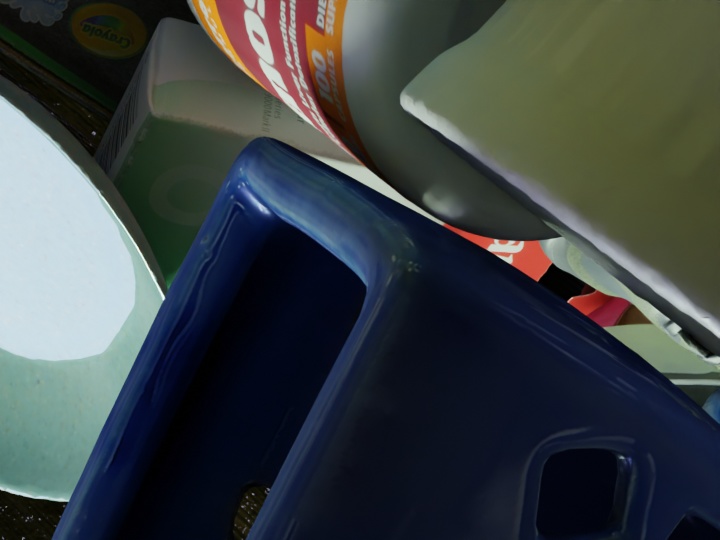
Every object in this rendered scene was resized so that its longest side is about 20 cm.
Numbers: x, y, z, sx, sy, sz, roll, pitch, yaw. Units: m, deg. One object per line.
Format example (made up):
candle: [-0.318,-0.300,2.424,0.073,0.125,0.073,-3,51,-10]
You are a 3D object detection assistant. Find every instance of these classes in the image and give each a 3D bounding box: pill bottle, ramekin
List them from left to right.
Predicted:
pill bottle: [0.013,-0.091,0.684,0.113,0.113,0.200,36,-177,-31]
ramekin: [0.116,-0.013,0.507,0.200,0.098,0.200,38,-177,-2]

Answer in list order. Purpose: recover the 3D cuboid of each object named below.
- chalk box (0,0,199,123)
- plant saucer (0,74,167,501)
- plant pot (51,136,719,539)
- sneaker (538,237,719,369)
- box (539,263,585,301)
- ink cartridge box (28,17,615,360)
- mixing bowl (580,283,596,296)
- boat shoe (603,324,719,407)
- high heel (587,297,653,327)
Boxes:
chalk box: [-0.114,-0.140,0.810,0.124,0.200,0.124,36,-177,-41]
plant saucer: [-0.132,-0.011,0.785,0.201,0.039,0.201,22,138,21]
plant pot: [0.024,0.099,0.565,0.180,0.200,0.200,24,-175,-14]
sneaker: [0.137,0.025,0.695,0.200,0.074,0.081,27,-132,-18]
box: [0.061,-0.039,1.014,0.200,0.047,0.193,34,-131,-60]
ink cartridge box: [0.000,0.000,0.826,0.200,0.161,0.050,16,-127,-14]
mixing bowl: [0.157,0.032,0.916,0.200,0.200,0.108,41,155,52]
boat shoe: [0.138,0.063,0.767,0.200,0.057,0.069,11,150,-19]
high heel: [0.121,0.015,0.793,0.200,0.067,0.096,-12,158,32]
